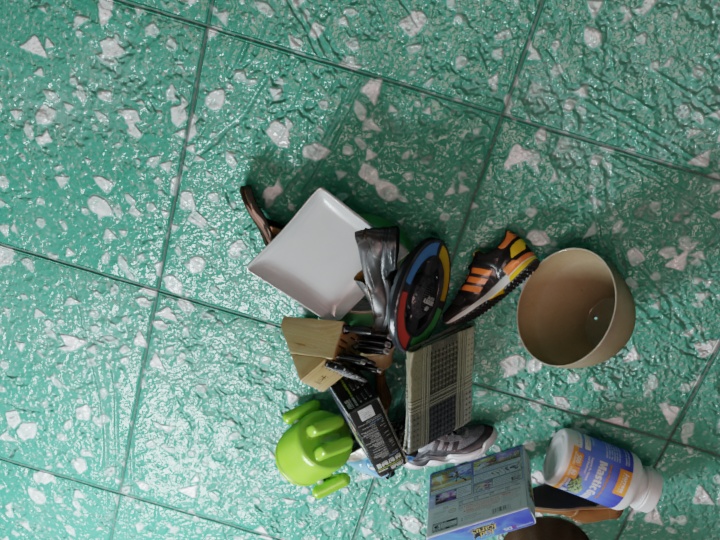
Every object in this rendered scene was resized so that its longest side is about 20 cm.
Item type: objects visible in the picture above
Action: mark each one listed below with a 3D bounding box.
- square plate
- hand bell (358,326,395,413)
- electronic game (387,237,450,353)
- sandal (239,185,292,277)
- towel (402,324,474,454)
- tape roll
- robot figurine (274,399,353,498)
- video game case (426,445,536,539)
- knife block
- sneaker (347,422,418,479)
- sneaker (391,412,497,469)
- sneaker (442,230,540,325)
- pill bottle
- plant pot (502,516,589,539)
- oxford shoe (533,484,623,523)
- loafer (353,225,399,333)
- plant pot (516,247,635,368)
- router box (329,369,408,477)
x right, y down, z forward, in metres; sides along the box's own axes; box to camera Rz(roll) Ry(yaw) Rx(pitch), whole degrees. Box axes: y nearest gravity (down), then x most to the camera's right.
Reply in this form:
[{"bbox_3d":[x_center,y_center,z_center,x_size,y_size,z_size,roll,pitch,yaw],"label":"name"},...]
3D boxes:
[{"bbox_3d":[-0.056,-0.023,1.508,0.198,0.028,0.200,34,114,-25],"label":"square plate"},{"bbox_3d":[0.037,0.192,1.653,0.104,0.104,0.200,-3,127,8],"label":"hand bell"},{"bbox_3d":[0.102,0.042,1.505,0.042,0.200,0.200,17,119,27],"label":"electronic game"},{"bbox_3d":[-0.146,-0.065,1.557,0.055,0.082,0.200,-28,103,-5],"label":"sandal"},{"bbox_3d":[0.136,0.202,1.575,0.034,0.192,0.201,15,111,40],"label":"towel"},{"bbox_3d":[0.000,0.000,1.575,0.200,0.048,0.201,3,116,6],"label":"tape roll"},{"bbox_3d":[-0.090,0.337,1.685,0.200,0.116,0.176,-46,65,51],"label":"robot figurine"},{"bbox_3d":[0.224,0.426,1.674,0.200,0.181,0.046,-22,112,16],"label":"video game case"},{"bbox_3d":[-0.038,0.117,1.556,0.175,0.200,0.064,-41,135,16],"label":"knife block"},{"bbox_3d":[0.049,0.347,1.688,0.090,0.078,0.200,48,146,-16],"label":"sneaker"},{"bbox_3d":[0.150,0.302,1.682,0.200,0.076,0.114,-17,115,17],"label":"sneaker"},{"bbox_3d":[0.211,0.013,1.549,0.200,0.070,0.090,-40,70,21],"label":"sneaker"},{"bbox_3d":[0.451,0.377,1.662,0.200,0.112,0.112,21,116,-2],"label":"pill bottle"},{"bbox_3d":[0.369,0.620,1.738,0.186,0.200,0.187,3,116,5],"label":"plant pot"},{"bbox_3d":[0.412,0.460,1.732,0.199,0.071,0.071,1,120,5],"label":"oxford shoe"},{"bbox_3d":[0.025,0.014,1.490,0.072,0.073,0.200,5,118,6],"label":"loafer"},{"bbox_3d":[0.383,0.077,1.503,0.134,0.200,0.200,20,120,-37],"label":"plant pot"},{"bbox_3d":[0.002,0.252,1.600,0.062,0.200,0.150,-28,116,-7],"label":"router box"}]
